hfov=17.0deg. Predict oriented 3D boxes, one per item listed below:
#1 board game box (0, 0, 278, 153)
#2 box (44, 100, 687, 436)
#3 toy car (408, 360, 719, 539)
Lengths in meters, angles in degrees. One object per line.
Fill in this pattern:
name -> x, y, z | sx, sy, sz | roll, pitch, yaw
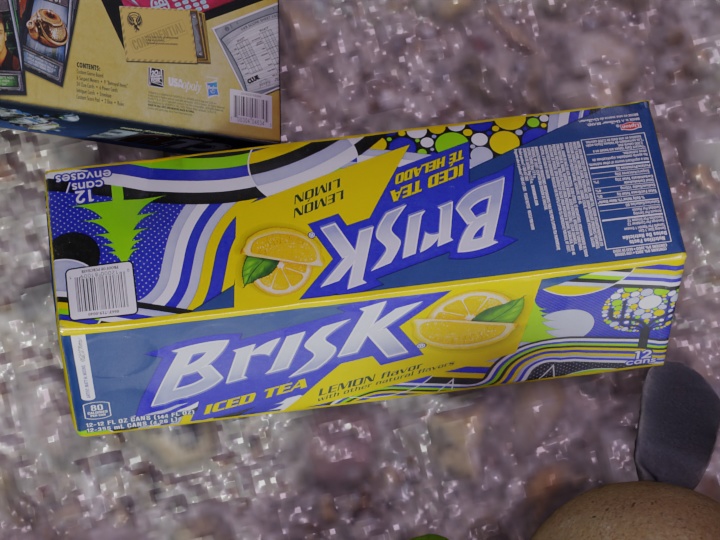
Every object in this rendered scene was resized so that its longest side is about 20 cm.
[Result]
board game box -> -0.109, -0.114, 0.750 | 0.199, 0.035, 0.136 | 7, 80, -45
box -> 0.000, 0.000, 0.783 | 0.199, 0.070, 0.065 | -6, 57, -5
toy car -> 0.075, 0.123, 0.767 | 0.200, 0.158, 0.165 | -43, 100, -34
